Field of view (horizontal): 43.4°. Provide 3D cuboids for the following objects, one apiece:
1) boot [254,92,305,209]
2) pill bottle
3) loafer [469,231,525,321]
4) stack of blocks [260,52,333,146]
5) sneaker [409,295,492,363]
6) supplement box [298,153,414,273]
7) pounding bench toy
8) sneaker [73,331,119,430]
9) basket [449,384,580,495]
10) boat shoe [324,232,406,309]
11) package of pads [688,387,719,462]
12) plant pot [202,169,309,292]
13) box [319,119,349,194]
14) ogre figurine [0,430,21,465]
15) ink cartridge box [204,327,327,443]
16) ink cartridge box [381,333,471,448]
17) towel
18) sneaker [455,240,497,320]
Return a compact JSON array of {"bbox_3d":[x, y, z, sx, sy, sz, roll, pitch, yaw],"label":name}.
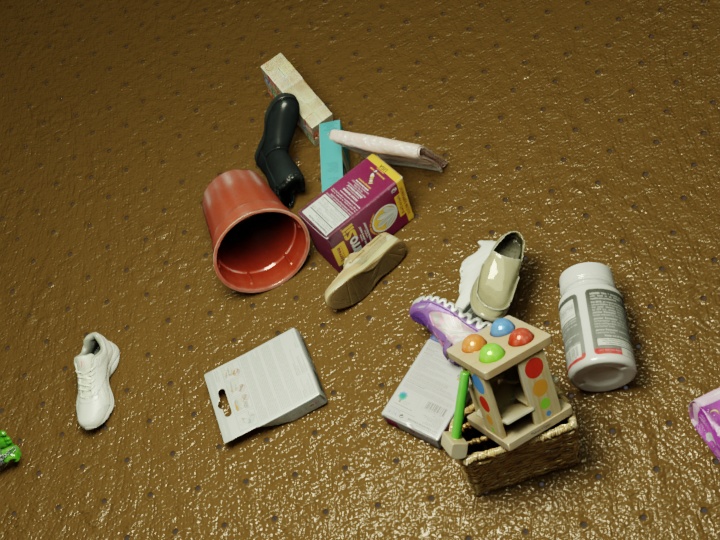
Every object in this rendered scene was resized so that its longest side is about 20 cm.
[{"bbox_3d":[-0.157,-0.253,1.937,0.076,0.201,0.169,0,42,-33],"label":"boot"},{"bbox_3d":[0.403,0.095,1.558,0.113,0.114,0.202,-8,54,12],"label":"pill bottle"},{"bbox_3d":[0.245,0.003,1.603,0.075,0.069,0.201,17,49,6],"label":"loafer"},{"bbox_3d":[-0.139,-0.379,2.046,0.058,0.115,0.200,-36,72,-9],"label":"stack of blocks"},{"bbox_3d":[0.164,0.116,1.593,0.199,0.081,0.089,25,67,27],"label":"sneaker"},{"bbox_3d":[-0.005,-0.113,1.814,0.200,0.131,0.103,-39,55,-11],"label":"supplement box"},{"bbox_3d":[0.196,0.180,1.391,0.199,0.157,0.124,-27,21,-17],"label":"pounding bench toy"},{"bbox_3d":[-0.532,0.211,1.769,0.077,0.100,0.202,-12,54,8],"label":"sneaker"},{"bbox_3d":[0.246,0.253,1.475,0.198,0.149,0.144,-19,53,5],"label":"basket"},{"bbox_3d":[0.000,0.000,1.778,0.199,0.072,0.064,-38,48,-20],"label":"boat shoe"},{"bbox_3d":[0.635,0.222,1.425,0.198,0.076,0.121,-25,50,-1],"label":"package of pads"},{"bbox_3d":[-0.228,-0.094,1.843,0.199,0.202,0.196,-28,45,-4],"label":"plant pot"},{"bbox_3d":[-0.053,-0.220,1.932,0.049,0.083,0.202,-10,54,9],"label":"box"},{"bbox_3d":[-0.757,0.343,1.755,0.200,0.099,0.120,38,54,18],"label":"ogre figurine"},{"bbox_3d":[-0.178,0.220,1.696,0.199,0.057,0.163,-30,53,6],"label":"ink cartridge box"},{"bbox_3d":[0.139,0.204,1.608,0.119,0.042,0.201,21,66,29],"label":"ink cartridge box"},{"bbox_3d":[0.060,-0.244,1.859,0.198,0.191,0.033,13,90,24],"label":"towel"},{"bbox_3d":[0.221,0.022,1.699,0.086,0.075,0.200,15,53,33],"label":"sneaker"}]
